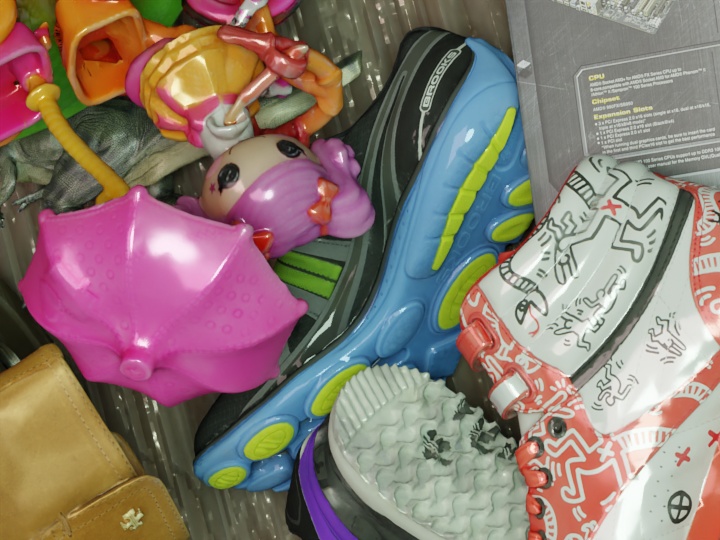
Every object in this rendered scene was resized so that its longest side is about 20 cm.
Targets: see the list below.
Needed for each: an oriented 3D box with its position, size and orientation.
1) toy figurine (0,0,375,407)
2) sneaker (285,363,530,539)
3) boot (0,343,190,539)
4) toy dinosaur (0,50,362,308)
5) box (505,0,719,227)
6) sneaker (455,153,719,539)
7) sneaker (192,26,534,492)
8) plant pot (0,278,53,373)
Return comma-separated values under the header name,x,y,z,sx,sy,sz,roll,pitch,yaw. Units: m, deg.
name,x,y,z,sx,sy,sz,roll,pitch,yaw
toy figurine,-0.064,-0.042,0.983,0.185,0.199,0.151,58,161,31
sneaker,0.050,0.128,1.015,0.200,0.070,0.100,47,138,4
boot,-0.121,0.134,1.012,0.071,0.143,0.202,42,157,55
toy dinosaur,-0.091,-0.031,1.091,0.199,0.047,0.089,-5,84,25
box,0.145,-0.093,0.935,0.199,0.048,0.160,-9,87,26
sneaker,0.072,0.064,0.913,0.107,0.067,0.203,25,94,17
sneaker,0.000,0.000,1.039,0.200,0.070,0.083,-59,45,21
plant pot,-0.197,0.082,1.089,0.173,0.200,0.201,-36,76,8
